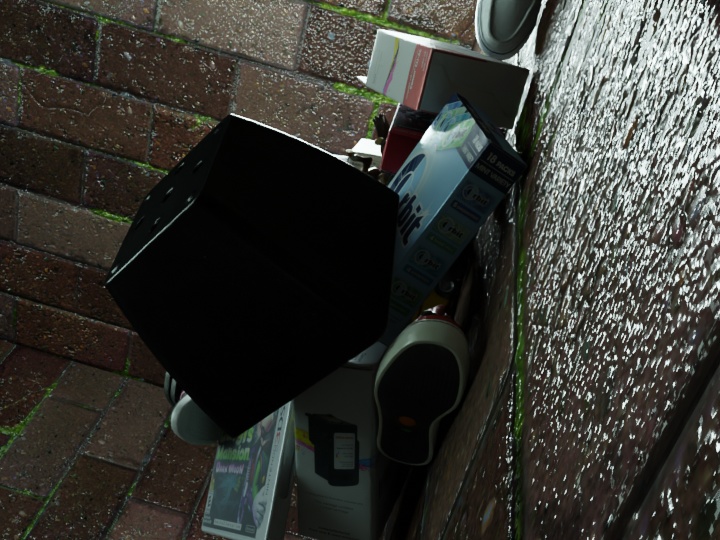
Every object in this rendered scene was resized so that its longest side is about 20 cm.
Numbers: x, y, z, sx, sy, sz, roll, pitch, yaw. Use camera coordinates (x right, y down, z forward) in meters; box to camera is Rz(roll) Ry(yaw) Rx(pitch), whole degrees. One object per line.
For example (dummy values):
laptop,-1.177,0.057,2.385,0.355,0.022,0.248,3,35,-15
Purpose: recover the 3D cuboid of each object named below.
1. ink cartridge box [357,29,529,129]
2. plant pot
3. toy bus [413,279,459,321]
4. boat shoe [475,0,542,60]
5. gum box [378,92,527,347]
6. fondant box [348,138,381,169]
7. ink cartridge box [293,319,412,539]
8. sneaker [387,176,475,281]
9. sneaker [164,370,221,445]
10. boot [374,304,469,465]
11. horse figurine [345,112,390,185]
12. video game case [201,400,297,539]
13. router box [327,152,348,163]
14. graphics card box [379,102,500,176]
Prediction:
ink cartridge box,0.082,-0.216,0.979,0.200,0.116,0.068,-134,54,-61
plant pot,-0.101,-0.012,0.784,0.200,0.177,0.200,-37,26,31
toy bus,0.081,-0.010,1.049,0.065,0.078,0.201,105,-178,-64
boat shoe,0.174,-0.331,0.966,0.065,0.073,0.201,-17,-58,-84
gum box,0.059,-0.053,0.827,0.200,0.044,0.170,-55,17,18
fondant box,0.004,-0.082,1.303,0.144,0.058,0.201,-68,-11,-74
ink cartridge box,-0.003,0.146,0.889,0.146,0.082,0.201,-49,-38,-62
sneaker,0.074,-0.065,0.971,0.104,0.060,0.200,64,-179,-55
sneaker,-0.201,0.154,1.057,0.200,0.099,0.071,-22,-63,-73
boot,0.061,0.064,0.785,0.200,0.072,0.145,99,-172,-54
horse figurine,-0.006,-0.085,1.065,0.200,0.050,0.133,-56,-23,-10
video game case,-0.112,0.190,0.939,0.200,0.023,0.183,-21,56,61
router box,-0.065,-0.053,1.227,0.200,0.062,0.150,-79,-1,-54
graphics card box,0.095,-0.148,1.007,0.200,0.125,0.051,-71,-5,-65
